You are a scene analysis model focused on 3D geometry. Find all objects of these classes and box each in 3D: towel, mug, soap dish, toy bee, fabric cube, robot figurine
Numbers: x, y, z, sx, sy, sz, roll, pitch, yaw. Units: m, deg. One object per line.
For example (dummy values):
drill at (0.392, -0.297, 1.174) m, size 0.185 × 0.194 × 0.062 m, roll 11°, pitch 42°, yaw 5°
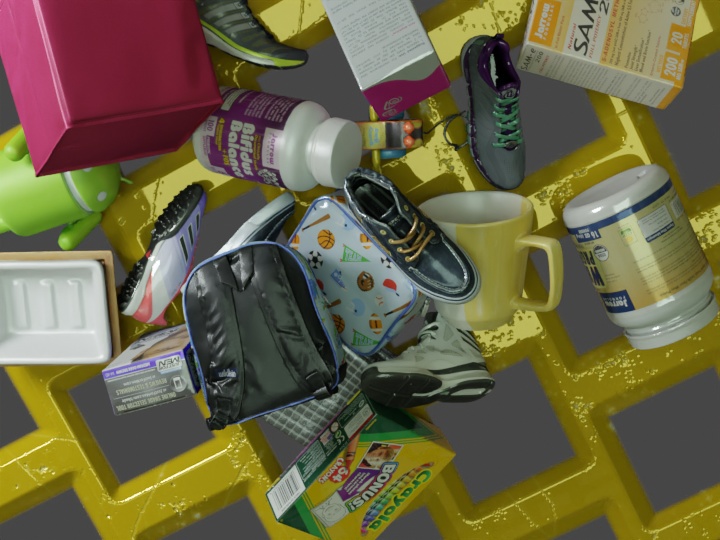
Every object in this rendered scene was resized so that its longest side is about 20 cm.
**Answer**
towel at (-0.062, 0.144, 1.480) m, size 0.199 × 0.086 × 0.166 m, roll 35°, pitch 101°, yaw -4°
mug at (0.154, -0.003, 1.401) m, size 0.147 × 0.187 × 0.155 m, roll -8°, pitch 110°, yaw -14°
soap dish at (-0.418, 0.047, 1.478) m, size 0.197 × 0.081 × 0.159 m, roll -1°, pitch 106°, yaw 3°
toy bee at (0.038, -0.181, 1.403) m, size 0.198 × 0.109 × 0.132 m, roll -24°, pitch 97°, yaw 7°
fabric cube at (-0.304, -0.248, 1.309) m, size 0.194 × 0.200 × 0.202 m, roll -13°, pitch 85°, yaw -30°
robot figurine at (-0.401, -0.116, 1.433) m, size 0.198 × 0.116 × 0.177 m, roll -17°, pitch 127°, yaw 6°

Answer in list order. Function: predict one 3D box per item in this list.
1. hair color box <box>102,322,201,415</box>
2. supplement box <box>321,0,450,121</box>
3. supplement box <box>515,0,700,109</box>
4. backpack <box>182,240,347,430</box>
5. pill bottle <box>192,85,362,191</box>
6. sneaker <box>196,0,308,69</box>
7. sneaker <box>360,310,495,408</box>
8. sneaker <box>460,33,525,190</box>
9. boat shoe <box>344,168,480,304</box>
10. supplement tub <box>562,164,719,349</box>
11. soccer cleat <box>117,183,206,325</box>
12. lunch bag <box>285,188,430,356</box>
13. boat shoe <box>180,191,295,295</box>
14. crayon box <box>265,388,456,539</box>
hair color box at (-0.249, 0.118, 1.426) m, size 0.108 × 0.200 × 0.066 m, roll -15°, pitch 100°, yaw 6°
supplement box at (0.021, -0.302, 1.343) m, size 0.103 × 0.101 × 0.202 m, roll -27°, pitch 69°, yaw 8°
supplement box at (0.304, -0.293, 1.363) m, size 0.197 × 0.074 × 0.128 m, roll 15°, pitch 76°, yaw 0°
backpack at (-0.122, 0.068, 1.357) m, size 0.181 × 0.147 × 0.202 m, roll -17°, pitch 92°, yaw 5°
pill bottle at (-0.102, -0.161, 1.379) m, size 0.198 × 0.112 × 0.114 m, roll 14°, pitch 102°, yaw 26°
sneaker at (-0.156, -0.315, 1.408) m, size 0.198 × 0.074 × 0.082 m, roll 23°, pitch 98°, yaw -3°
sneaker at (0.075, 0.112, 1.443) m, size 0.198 × 0.116 × 0.076 m, roll 5°, pitch 142°, yaw -32°
sneaker at (0.174, -0.198, 1.395) m, size 0.074 × 0.087 × 0.202 m, roll -17°, pitch 100°, yaw -11°
boat shoe at (0.056, -0.038, 1.296) m, size 0.200 × 0.091 × 0.071 m, roll 41°, pitch 88°, yaw 14°
supplement tub at (0.357, -0.017, 1.397) m, size 0.143 × 0.144 × 0.202 m, roll -26°, pitch 98°, yaw 8°
soccer cleat at (-0.250, -0.020, 1.478) m, size 0.073 × 0.068 × 0.201 m, roll 27°, pitch 96°, yaw -29°
lunch bag at (0.000, 0.000, 1.414) m, size 0.200 × 0.075 × 0.161 m, roll 45°, pitch 123°, yaw 12°
boat shoe at (-0.139, -0.008, 1.459) m, size 0.200 × 0.071 × 0.091 m, roll -44°, pitch 89°, yaw 10°
crayon box at (0.002, 0.271, 1.468) m, size 0.172 × 0.058 × 0.200 m, roll 32°, pitch 106°, yaw -39°
